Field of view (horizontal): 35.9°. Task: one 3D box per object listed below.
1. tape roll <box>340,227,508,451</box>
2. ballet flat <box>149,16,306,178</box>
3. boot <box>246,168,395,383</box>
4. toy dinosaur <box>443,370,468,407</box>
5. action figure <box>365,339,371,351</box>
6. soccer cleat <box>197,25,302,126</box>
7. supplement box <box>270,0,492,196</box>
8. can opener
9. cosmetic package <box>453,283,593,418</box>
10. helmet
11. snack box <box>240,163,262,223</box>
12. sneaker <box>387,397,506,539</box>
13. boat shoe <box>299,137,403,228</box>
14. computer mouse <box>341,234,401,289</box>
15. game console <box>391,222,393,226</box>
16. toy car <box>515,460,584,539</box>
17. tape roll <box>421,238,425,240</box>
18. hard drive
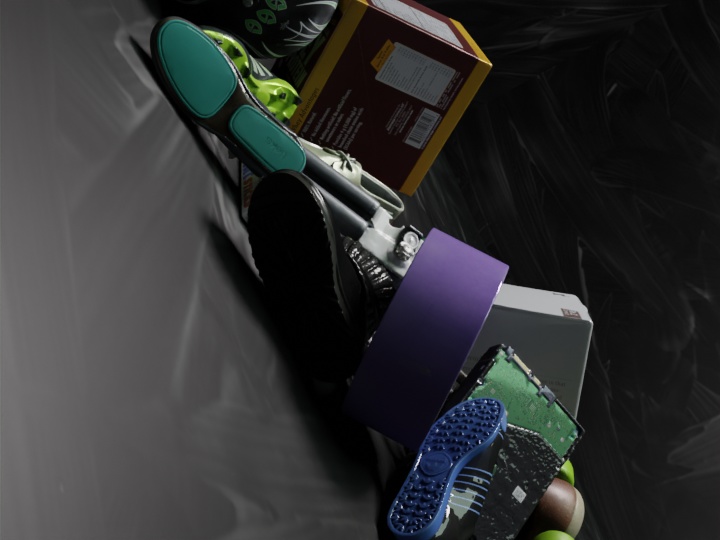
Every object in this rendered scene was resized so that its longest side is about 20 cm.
[{"bbox_3d":[0.062,0.066,1.068,0.085,0.201,0.200,26,10,4],"label":"tape roll"},{"bbox_3d":[-0.134,-0.159,1.073,0.200,0.073,0.073,46,17,-22],"label":"ballet flat"},{"bbox_3d":[-0.034,-0.013,1.063,0.158,0.079,0.212,-56,136,-62],"label":"boot"},{"bbox_3d":[0.112,0.159,1.207,0.102,0.077,0.200,36,45,6],"label":"toy dinosaur"},{"bbox_3d":[0.030,0.088,1.253,0.200,0.069,0.131,45,25,-50],"label":"action figure"},{"bbox_3d":[-0.140,-0.210,1.192,0.081,0.068,0.200,35,4,30],"label":"soccer cleat"},{"bbox_3d":[0.012,-0.233,1.362,0.199,0.198,0.133,20,26,-26],"label":"supplement box"},{"bbox_3d":[-0.009,-0.054,1.170,0.200,0.066,0.053,38,63,-15],"label":"can opener"},{"bbox_3d":[0.184,0.128,1.382,0.165,0.164,0.201,-68,166,-80],"label":"cosmetic package"},{"bbox_3d":[-0.112,-0.332,1.233,0.190,0.200,0.201,18,43,-51],"label":"helmet"},{"bbox_3d":[-0.098,-0.085,1.166,0.072,0.024,0.200,56,13,-30],"label":"snack box"},{"bbox_3d":[0.089,0.209,1.073,0.200,0.070,0.078,-48,133,-41],"label":"sneaker"},{"bbox_3d":[-0.028,-0.104,1.242,0.200,0.062,0.072,34,25,-45],"label":"boat shoe"},{"bbox_3d":[0.000,0.000,1.235,0.199,0.053,0.139,29,11,-27],"label":"computer mouse"},{"bbox_3d":[0.009,-0.115,1.559,0.177,0.031,0.201,94,-21,-55],"label":"game console"},{"bbox_3d":[0.133,0.260,1.245,0.199,0.158,0.165,34,27,-11],"label":"toy car"},{"bbox_3d":[0.094,0.057,1.546,0.200,0.048,0.202,-12,90,-75],"label":"tape roll"},{"bbox_3d":[0.134,0.193,1.157,0.140,0.200,0.038,47,-28,-11],"label":"hard drive"}]
